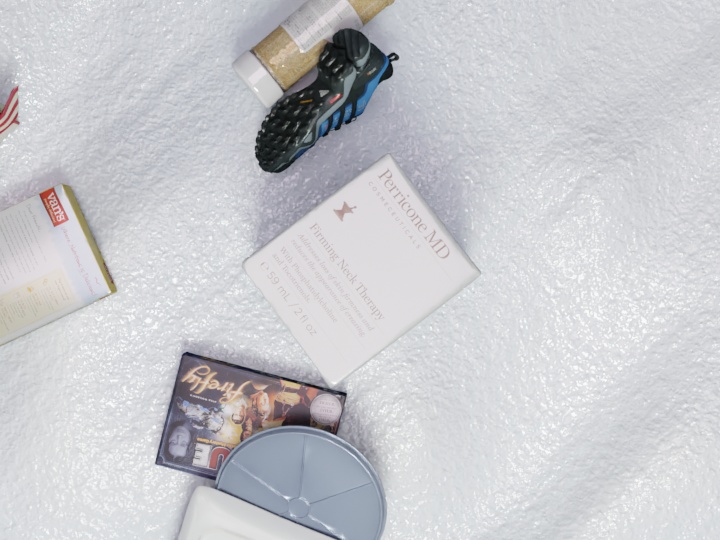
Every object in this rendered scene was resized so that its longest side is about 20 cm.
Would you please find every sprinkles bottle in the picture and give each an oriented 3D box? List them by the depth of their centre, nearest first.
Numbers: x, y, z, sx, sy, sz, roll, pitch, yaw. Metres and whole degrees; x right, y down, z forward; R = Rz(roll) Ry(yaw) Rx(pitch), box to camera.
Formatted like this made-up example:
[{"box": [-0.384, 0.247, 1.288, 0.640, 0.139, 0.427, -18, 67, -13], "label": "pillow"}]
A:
[{"box": [-0.055, -0.277, 1.209, 0.200, 0.068, 0.068, -40, 89, 0], "label": "sprinkles bottle"}]

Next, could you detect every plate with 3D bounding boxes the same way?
[{"box": [-0.130, 0.368, 1.193, 0.200, 0.032, 0.200, 23, 108, 0], "label": "plate"}]

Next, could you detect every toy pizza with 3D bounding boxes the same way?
[{"box": [-0.068, 0.265, 1.186, 0.200, 0.032, 0.201, 2, 108, 7], "label": "toy pizza"}]

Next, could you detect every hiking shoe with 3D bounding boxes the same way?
[{"box": [-0.039, -0.182, 1.205, 0.200, 0.087, 0.074, -45, 53, 20], "label": "hiking shoe"}]

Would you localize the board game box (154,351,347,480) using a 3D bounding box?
[{"box": [-0.128, 0.186, 1.223, 0.199, 0.035, 0.136, 14, 90, 1], "label": "board game box"}]

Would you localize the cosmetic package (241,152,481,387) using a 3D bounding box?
[{"box": [0.000, 0.000, 1.158, 0.200, 0.166, 0.168, -37, 89, -1], "label": "cosmetic package"}]

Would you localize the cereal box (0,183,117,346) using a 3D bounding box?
[{"box": [-0.408, 0.003, 1.227, 0.200, 0.040, 0.144, -24, 89, 0], "label": "cereal box"}]

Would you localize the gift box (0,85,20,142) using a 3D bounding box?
[{"box": [-0.504, -0.181, 1.160, 0.200, 0.185, 0.187, -43, 87, 7], "label": "gift box"}]
